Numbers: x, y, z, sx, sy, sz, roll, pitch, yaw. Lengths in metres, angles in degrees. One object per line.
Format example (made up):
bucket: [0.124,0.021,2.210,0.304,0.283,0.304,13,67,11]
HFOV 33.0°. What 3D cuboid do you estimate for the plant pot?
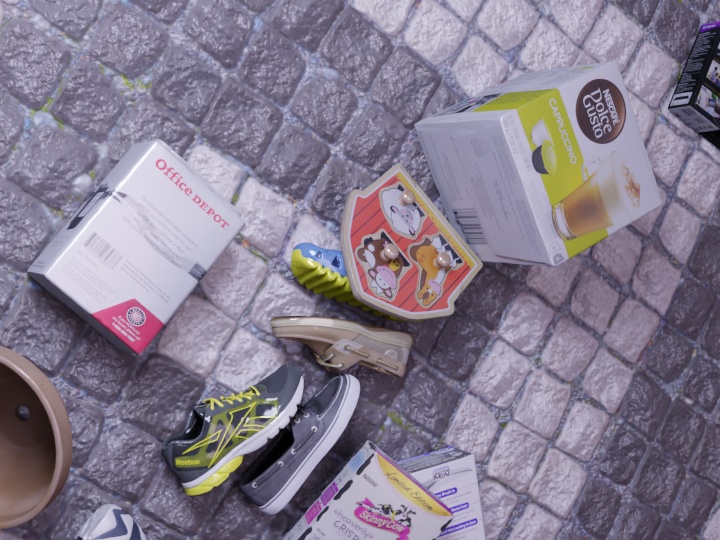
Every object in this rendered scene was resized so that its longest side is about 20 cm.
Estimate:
plant pot: [-0.382,0.164,1.291,0.093,0.201,0.201,-38,116,-68]

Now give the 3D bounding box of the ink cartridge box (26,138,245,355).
ink cartridge box: [-0.252,-0.028,1.377,0.145,0.083,0.200,44,72,-22]

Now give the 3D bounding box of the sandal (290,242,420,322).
sandal: [0.000,0.000,1.523,0.200,0.079,0.087,22,74,-34]

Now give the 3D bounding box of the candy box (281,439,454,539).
candy box: [-0.001,0.331,1.501,0.136,0.061,0.200,40,88,-12]

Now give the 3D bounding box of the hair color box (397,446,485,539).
hair color box: [0.102,0.343,1.595,0.109,0.065,0.200,-11,99,-26]

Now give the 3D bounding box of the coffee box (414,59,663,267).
coffee box: [0.228,-0.137,1.560,0.198,0.200,0.200,-28,105,-24]

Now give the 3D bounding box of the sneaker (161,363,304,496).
sneaker: [-0.150,0.176,1.446,0.200,0.074,0.085,-46,111,-19]

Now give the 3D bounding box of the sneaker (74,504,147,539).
sneaker: [-0.299,0.379,1.374,0.130,0.079,0.199,43,63,-14]

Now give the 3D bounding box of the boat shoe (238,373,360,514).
boat shoe: [-0.079,0.201,1.494,0.066,0.070,0.200,41,82,-25]

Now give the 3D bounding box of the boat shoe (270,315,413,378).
boat shoe: [-0.023,0.095,1.513,0.200,0.072,0.065,12,84,-33]

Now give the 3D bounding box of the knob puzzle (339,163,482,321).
knob puzzle: [0.055,-0.024,1.509,0.220,0.030,0.220,17,59,-31]

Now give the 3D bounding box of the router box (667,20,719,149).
router box: [0.565,-0.256,1.816,0.200,0.051,0.149,31,76,-26]
